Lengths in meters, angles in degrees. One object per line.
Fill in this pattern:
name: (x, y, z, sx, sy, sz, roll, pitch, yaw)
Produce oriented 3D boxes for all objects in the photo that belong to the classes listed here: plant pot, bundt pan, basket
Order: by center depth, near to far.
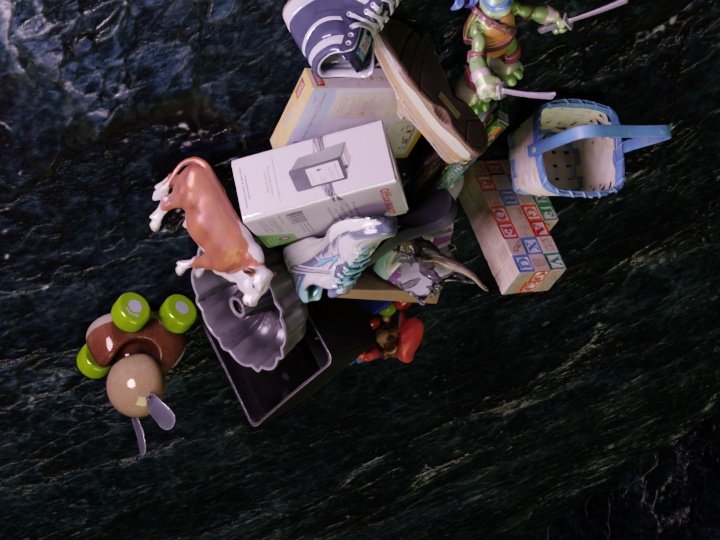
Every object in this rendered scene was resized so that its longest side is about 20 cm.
basket: (0.308, -0.172, 1.513, 0.174, 0.142, 0.199, -2, 177, -33)
bundt pan: (-0.149, 0.036, 1.532, 0.075, 0.202, 0.203, -31, 163, -38)
plant pot: (-0.096, 0.094, 1.680, 0.199, 0.202, 0.176, -41, 160, 32)

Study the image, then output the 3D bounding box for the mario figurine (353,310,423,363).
mario figurine: (0.014, 0.112, 1.888, 0.197, 0.125, 0.106, -17, 134, 16)

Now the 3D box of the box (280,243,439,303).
box: (0.000, 0.000, 1.605, 0.198, 0.163, 0.022, 6, 113, -41)

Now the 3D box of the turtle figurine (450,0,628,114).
turtle figurine: (0.188, -0.247, 1.287, 0.197, 0.146, 0.194, 15, 165, 2)

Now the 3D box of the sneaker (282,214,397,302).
sneaker: (-0.017, -0.013, 1.407, 0.077, 0.088, 0.199, -3, 165, -43)

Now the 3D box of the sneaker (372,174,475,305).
sneaker: (0.124, -0.037, 1.577, 0.201, 0.139, 0.078, -51, 177, -13)

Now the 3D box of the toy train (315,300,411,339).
toy train: (0.019, 0.060, 1.814, 0.199, 0.085, 0.115, -34, 163, 23)

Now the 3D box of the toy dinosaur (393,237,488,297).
toy dinosaur: (0.091, -0.014, 1.487, 0.048, 0.198, 0.088, -57, -179, 29)

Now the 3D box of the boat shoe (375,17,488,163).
boat shoe: (0.068, -0.207, 1.301, 0.076, 0.201, 0.072, -20, -157, 47)

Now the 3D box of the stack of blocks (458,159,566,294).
stack of blocks: (0.230, -0.068, 1.597, 0.114, 0.202, 0.059, -4, 148, -27)

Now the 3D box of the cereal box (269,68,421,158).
cereal box: (-0.002, -0.197, 1.375, 0.197, 0.040, 0.144, -4, 150, -29)

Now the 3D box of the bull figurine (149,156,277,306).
bull figurine: (-0.189, -0.044, 1.366, 0.120, 0.202, 0.065, -19, -168, 27)

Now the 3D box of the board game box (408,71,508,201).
board game box: (0.129, -0.168, 1.457, 0.023, 0.106, 0.200, 27, 131, -20)

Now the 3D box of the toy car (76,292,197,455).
toy car: (-0.318, 0.162, 1.608, 0.156, 0.202, 0.164, 4, 144, -39)

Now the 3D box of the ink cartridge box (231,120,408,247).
ink cartridge box: (-0.047, -0.106, 1.374, 0.197, 0.085, 0.146, -14, 166, 5)

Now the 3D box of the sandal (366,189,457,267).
sandal: (0.034, -0.063, 1.453, 0.198, 0.077, 0.043, -26, 135, 22)

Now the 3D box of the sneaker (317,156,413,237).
sneaker: (-0.015, -0.105, 1.511, 0.198, 0.080, 0.089, -25, 166, 14)

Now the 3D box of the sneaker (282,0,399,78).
sneaker: (0.016, -0.284, 1.162, 0.198, 0.110, 0.070, -30, 152, 15)
